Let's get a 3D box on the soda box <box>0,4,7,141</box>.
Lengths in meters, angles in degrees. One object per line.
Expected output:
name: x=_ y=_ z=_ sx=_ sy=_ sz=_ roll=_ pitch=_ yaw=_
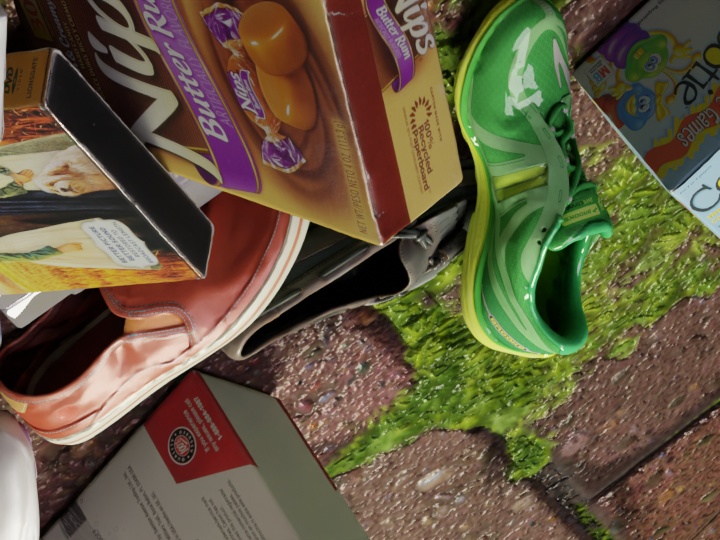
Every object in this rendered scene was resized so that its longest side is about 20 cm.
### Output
soda box: x=-0.228 y=-0.067 z=0.781 sx=0.199 sy=0.068 sz=0.064 roll=-15 pitch=141 yaw=-25

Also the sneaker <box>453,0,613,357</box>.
sneaker: x=0.098 y=-0.048 z=1.164 sx=0.074 sy=0.083 sz=0.201 roll=-23 pitch=119 yaw=-40

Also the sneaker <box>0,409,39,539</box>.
sneaker: x=-0.234 y=0.155 z=1.161 sx=0.099 sy=0.075 sz=0.200 roll=5 pitch=128 yaw=-44

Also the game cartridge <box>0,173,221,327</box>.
game cartridge: x=-0.112 y=-0.065 z=1.049 sx=0.200 sy=0.038 sz=0.130 roll=-35 pitch=149 yaw=-1

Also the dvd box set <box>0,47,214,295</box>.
dvd box set: x=-0.181 y=-0.033 z=0.929 sx=0.199 sy=0.030 sz=0.146 roll=-4 pitch=150 yaw=22

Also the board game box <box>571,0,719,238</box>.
board game box: x=0.223 y=-0.075 z=1.253 sx=0.105 sy=0.103 sz=0.200 roll=-42 pitch=145 yaw=10

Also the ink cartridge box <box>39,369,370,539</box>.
ink cartridge box: x=-0.101 y=0.180 z=1.241 sx=0.200 sy=0.145 sz=0.084 roll=-47 pitch=143 yaw=16

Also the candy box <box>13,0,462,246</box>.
candy box: x=-0.058 y=-0.093 z=0.891 sx=0.056 sy=0.199 sz=0.117 roll=-37 pitch=130 yaw=-31

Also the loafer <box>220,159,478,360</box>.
loafer: x=0.000 y=0.000 z=1.188 sx=0.199 sy=0.063 sz=0.072 roll=-19 pitch=141 yaw=-22

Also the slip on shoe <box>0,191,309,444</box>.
slip on shoe: x=-0.104 y=0.011 z=1.113 sx=0.200 sy=0.074 sz=0.061 roll=-39 pitch=142 yaw=14
